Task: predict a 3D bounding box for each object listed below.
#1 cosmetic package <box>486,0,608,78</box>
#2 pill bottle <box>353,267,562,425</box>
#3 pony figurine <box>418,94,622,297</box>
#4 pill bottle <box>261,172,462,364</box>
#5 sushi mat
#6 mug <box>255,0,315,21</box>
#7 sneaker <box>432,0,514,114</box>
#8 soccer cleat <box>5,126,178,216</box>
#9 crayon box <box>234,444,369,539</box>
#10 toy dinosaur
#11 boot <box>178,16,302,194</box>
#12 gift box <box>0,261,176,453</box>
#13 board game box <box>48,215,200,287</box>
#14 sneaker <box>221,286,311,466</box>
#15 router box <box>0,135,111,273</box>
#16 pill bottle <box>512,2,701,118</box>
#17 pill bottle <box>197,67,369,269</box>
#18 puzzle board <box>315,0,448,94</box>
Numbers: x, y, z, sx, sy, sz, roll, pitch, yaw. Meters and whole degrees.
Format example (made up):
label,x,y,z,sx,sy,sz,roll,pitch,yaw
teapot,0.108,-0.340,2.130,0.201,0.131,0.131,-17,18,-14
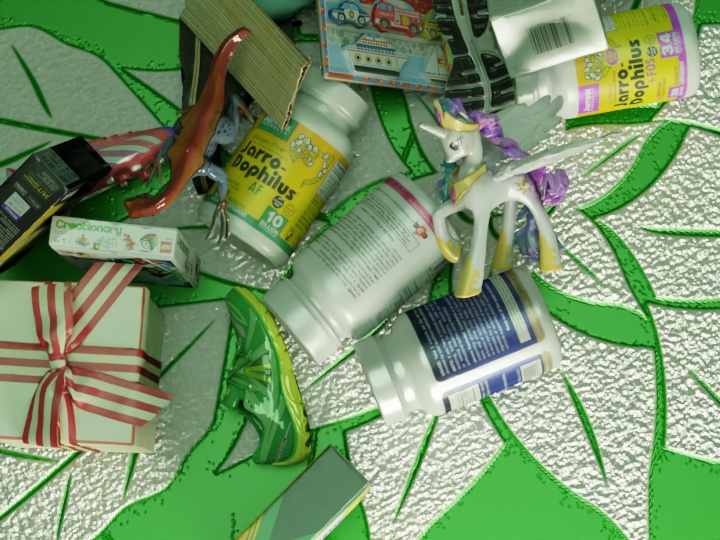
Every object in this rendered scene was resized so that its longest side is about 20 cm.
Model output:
label,x,y,z,sx,sy,sz,roll,pitch,yaw
cosmetic package,0.193,-0.297,1.720,0.112,0.081,0.200,-17,35,11
pill bottle,0.101,0.083,1.701,0.199,0.116,0.116,-22,80,-3
pony figurine,0.153,-0.093,1.646,0.192,0.166,0.201,-15,111,-20
pill bottle,0.000,0.000,1.719,0.200,0.113,0.113,-40,82,-6
sushi mat,-0.124,-0.244,1.703,0.012,0.096,0.200,-20,56,-36
mug,-0.094,-0.337,1.770,0.185,0.114,0.152,52,53,-3
sneaker,0.128,-0.230,1.762,0.078,0.090,0.201,-5,104,10
soccer cleat,-0.291,-0.119,1.771,0.199,0.067,0.077,-28,81,0
crayon box,-0.069,0.260,1.629,0.058,0.200,0.173,44,83,7
toy dinosaur,-0.182,-0.129,1.636,0.104,0.182,0.201,7,115,12
boot,-0.127,-0.187,1.778,0.138,0.077,0.201,-3,81,-4
gift box,-0.282,0.095,1.670,0.199,0.187,0.185,-3,80,2
board game box,-0.240,-0.017,1.682,0.126,0.200,0.035,6,81,2
sneaker,-0.112,0.112,1.721,0.083,0.074,0.201,-17,80,-6
router box,-0.342,-0.058,1.642,0.157,0.200,0.052,-43,94,10
pill bottle,0.261,-0.223,1.759,0.199,0.104,0.105,-11,80,0
pill bottle,-0.077,-0.113,1.741,0.113,0.113,0.200,33,82,6
puzzle board,0.037,-0.272,1.757,0.199,0.017,0.151,3,77,-36
